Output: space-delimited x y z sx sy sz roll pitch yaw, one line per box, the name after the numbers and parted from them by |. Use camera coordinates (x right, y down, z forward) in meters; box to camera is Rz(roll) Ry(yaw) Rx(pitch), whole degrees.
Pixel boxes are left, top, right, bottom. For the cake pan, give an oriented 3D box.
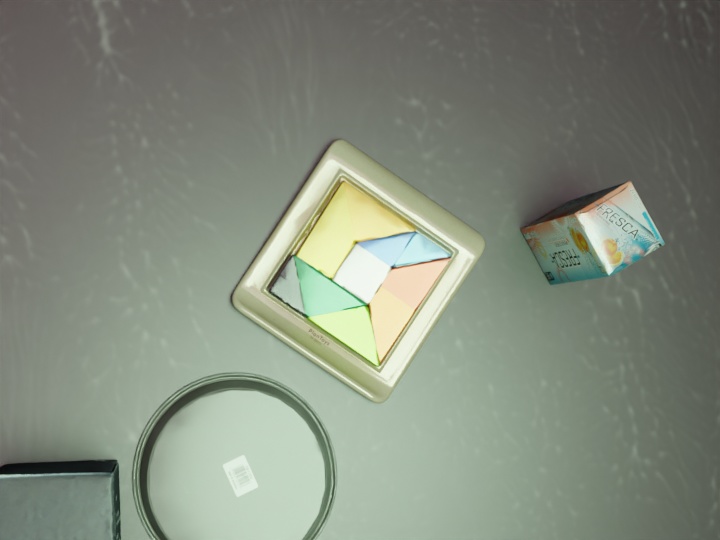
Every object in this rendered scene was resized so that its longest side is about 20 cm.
-0.119 0.199 1.607 0.199 0.037 0.202 1 86 -8 | cake pan

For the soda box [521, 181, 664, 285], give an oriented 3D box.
0.217 -0.033 1.587 0.063 0.200 0.069 -29 92 -9 | soda box

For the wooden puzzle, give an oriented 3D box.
0.000 0.000 1.637 0.184 0.037 0.201 34 82 -4 | wooden puzzle

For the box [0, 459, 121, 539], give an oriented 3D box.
-0.272 0.275 1.500 0.116 0.197 0.202 -1 86 -7 | box
